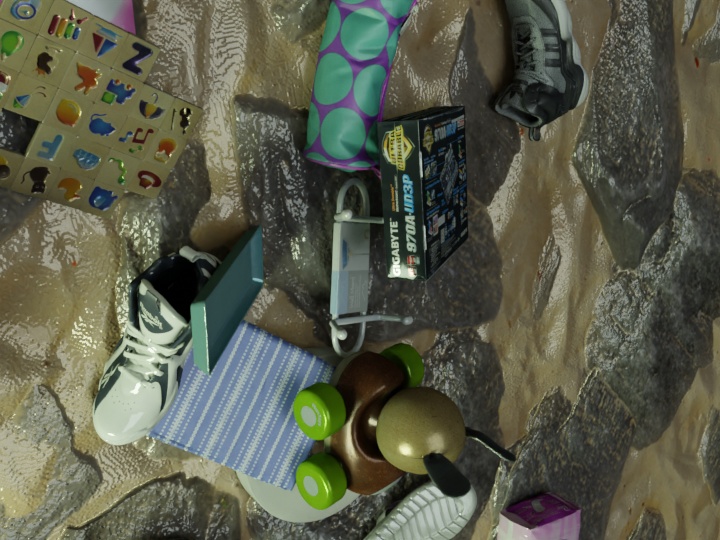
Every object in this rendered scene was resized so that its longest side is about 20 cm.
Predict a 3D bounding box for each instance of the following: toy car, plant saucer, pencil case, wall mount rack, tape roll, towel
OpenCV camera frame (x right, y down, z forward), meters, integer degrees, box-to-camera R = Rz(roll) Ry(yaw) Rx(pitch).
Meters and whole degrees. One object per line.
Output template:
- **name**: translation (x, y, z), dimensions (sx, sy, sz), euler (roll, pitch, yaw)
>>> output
- **toy car**: translation (0.055, 0.180, 0.831), dimensions (0.163, 0.198, 0.160), euler (-20, 117, -45)
- **plant saucer**: translation (-0.124, 0.020, 0.764), dimensions (0.019, 0.200, 0.071), euler (4, 112, 7)
- **pencil case**: translation (0.000, -0.204, 0.835), dimensions (0.091, 0.085, 0.203), euler (13, 97, 8)
- **wall mount rack**: translation (0.000, 0.000, 0.861), dimensions (0.173, 0.074, 0.204), euler (-3, 95, -59)
- **tape roll**: translation (-0.052, 0.189, 0.929), dimensions (0.200, 0.037, 0.206), euler (-9, 106, -33)
- **towel**: translation (-0.128, 0.131, 0.842), dimensions (0.198, 0.024, 0.146), euler (29, 80, -21)

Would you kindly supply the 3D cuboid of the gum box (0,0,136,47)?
- **gum box**: translation (-0.281, -0.241, 0.646), dimensions (0.198, 0.066, 0.115), euler (-13, 110, -32)

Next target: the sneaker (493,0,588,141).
- **sneaker**: translation (0.204, -0.254, 0.970), dimensions (0.114, 0.075, 0.201), euler (-48, 125, -18)

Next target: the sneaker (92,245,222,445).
- **sneaker**: translation (-0.193, 0.062, 0.734), dimensions (0.079, 0.130, 0.200), euler (34, 78, 9)

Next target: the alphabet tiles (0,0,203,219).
- **alphabet tiles**: translation (-0.238, -0.132, 0.692), dimensions (0.199, 0.008, 0.168), euler (17, 111, -47)

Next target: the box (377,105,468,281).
- **box**: translation (0.074, -0.091, 0.872), dimensions (0.200, 0.045, 0.162), euler (-38, 126, -65)

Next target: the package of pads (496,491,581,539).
- **package of pads**: translation (0.256, 0.439, 1.178), dimensions (0.119, 0.075, 0.203), euler (-7, 105, -34)

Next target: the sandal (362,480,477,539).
- **sandal**: translation (0.058, 0.330, 1.036), dimensions (0.201, 0.050, 0.083), euler (-33, 104, -9)

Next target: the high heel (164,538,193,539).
- **high heel**: translation (-0.155, 0.346, 0.831), dimensions (0.199, 0.142, 0.072), euler (33, 83, -35)
